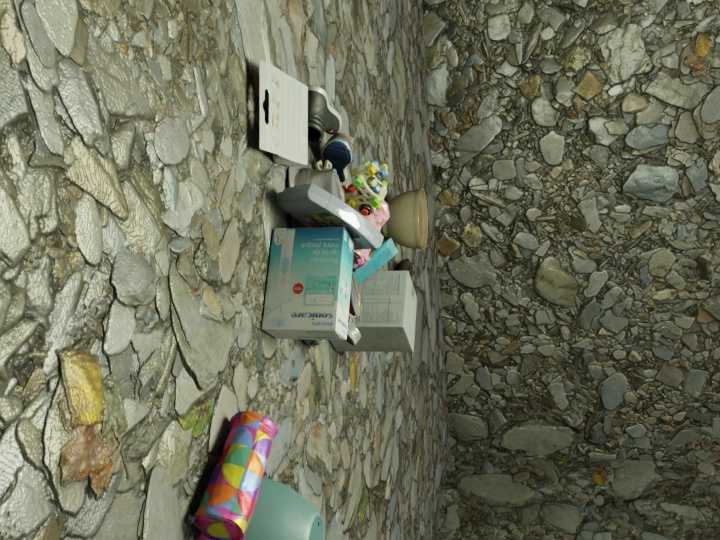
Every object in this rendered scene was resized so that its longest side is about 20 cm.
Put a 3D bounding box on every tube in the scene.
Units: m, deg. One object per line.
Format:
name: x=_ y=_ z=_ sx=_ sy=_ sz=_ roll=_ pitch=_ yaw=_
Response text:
tube: x=0.000 y=0.000 z=1.586 sx=0.051 sy=0.199 sz=0.077 roll=55 pitch=0 yaw=22

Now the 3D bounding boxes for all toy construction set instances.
toy construction set: x=-0.023 y=-0.186 z=1.512 sx=0.092 sy=0.199 sz=0.132 roll=-54 pitch=134 yaw=-30

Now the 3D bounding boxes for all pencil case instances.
pencil case: x=-0.191 y=0.314 z=1.044 sx=0.201 sy=0.088 sz=0.089 roll=-72 pitch=156 yaw=-47
pencil case: x=0.002 y=-0.088 z=1.561 sx=0.087 sy=0.082 sz=0.201 roll=47 pitch=44 yaw=-22

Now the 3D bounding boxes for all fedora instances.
fedora: x=-0.086 y=-0.144 z=1.447 sx=0.177 sy=0.089 sz=0.202 roll=-19 pitch=108 yaw=-75

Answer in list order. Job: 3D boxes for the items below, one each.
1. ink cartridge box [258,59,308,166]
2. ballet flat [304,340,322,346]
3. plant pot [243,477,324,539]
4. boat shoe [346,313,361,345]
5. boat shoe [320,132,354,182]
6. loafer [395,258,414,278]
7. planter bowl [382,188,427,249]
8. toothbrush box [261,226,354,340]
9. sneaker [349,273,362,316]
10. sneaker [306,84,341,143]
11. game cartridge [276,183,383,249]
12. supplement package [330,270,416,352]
ink cartridge box: x=-0.158 y=-0.288 z=1.286 sx=0.200 sy=0.050 sz=0.164 roll=0 pitch=90 yaw=-68
ballet flat: x=-0.095 y=0.110 z=1.443 sx=0.200 sy=0.074 sz=0.075 roll=66 pitch=27 yaw=-54
plant pot: x=-0.136 y=0.450 z=1.140 sx=0.200 sy=0.134 sz=0.202 roll=0 pitch=90 yaw=-76
boat shoe: x=-0.048 y=0.068 z=1.454 sx=0.202 sy=0.064 sz=0.075 roll=57 pitch=-7 yaw=34
boat shoe: x=-0.049 y=-0.276 z=1.578 sx=0.200 sy=0.072 sz=0.073 roll=115 pitch=-6 yaw=-74
loafer: x=0.146 y=0.000 z=2.432 sx=0.200 sy=0.072 sz=0.072 roll=-48 pitch=125 yaw=-76
planter bowl: x=0.145 y=-0.169 z=2.276 sx=0.200 sy=0.134 sz=0.202 roll=0 pitch=90 yaw=-75
toothbrush box: x=-0.096 y=0.026 z=1.292 sx=0.085 sy=0.145 sz=0.202 roll=51 pitch=42 yaw=-68
sneaker: x=-0.069 y=0.028 z=1.400 sx=0.072 sy=0.112 sz=0.201 roll=82 pitch=-12 yaw=-46
sneaker: x=-0.094 y=-0.315 z=1.490 sx=0.200 sy=0.070 sz=0.100 roll=48 pitch=54 yaw=-74
game cartridge: x=-0.055 y=-0.099 z=1.327 sx=0.199 sy=0.133 sz=0.041 roll=34 pitch=66 yaw=-32
supplement package: x=0.026 y=0.101 z=1.659 sx=0.152 sy=0.198 sz=0.152 roll=66 pitch=27 yaw=-58
